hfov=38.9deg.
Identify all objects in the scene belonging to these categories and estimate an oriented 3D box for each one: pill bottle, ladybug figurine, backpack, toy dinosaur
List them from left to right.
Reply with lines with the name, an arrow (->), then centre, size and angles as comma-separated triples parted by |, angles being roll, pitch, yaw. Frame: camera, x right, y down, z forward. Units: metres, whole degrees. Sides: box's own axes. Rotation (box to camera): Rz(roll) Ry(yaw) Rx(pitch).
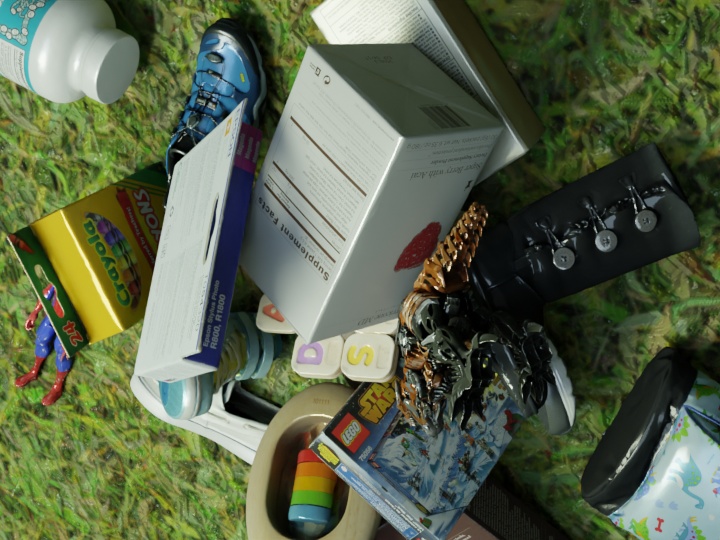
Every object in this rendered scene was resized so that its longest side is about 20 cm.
pill bottle -> -0.315, -0.234, 0.986 | 0.198, 0.111, 0.112 | 27, 119, 11
ladybug figurine -> -0.036, 0.207, 0.946 | 0.134, 0.202, 0.072 | 3, 156, 21
toy dinosaur -> 0.068, 0.049, 0.788 | 0.136, 0.101, 0.202 | 41, 153, 43
backpack -> 0.312, 0.190, 0.872 | 0.198, 0.154, 0.164 | 27, 113, -3

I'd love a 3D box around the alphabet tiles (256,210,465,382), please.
alphabet tiles -> 0.000, 0.000, 0.918 | 0.193, 0.015, 0.203 | 2, 69, 24

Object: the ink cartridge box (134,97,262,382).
ink cartridge box -> -0.126, -0.015, 0.829 | 0.043, 0.199, 0.199 | 15, 165, -24

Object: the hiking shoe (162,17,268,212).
hiking shoe -> -0.139, -0.133, 0.961 | 0.074, 0.087, 0.202 | 18, 116, 16

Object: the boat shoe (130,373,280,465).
boat shoe -> -0.150, 0.142, 1.088 | 0.198, 0.072, 0.066 | 30, 115, 10

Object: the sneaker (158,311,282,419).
sneaker -> -0.131, 0.085, 0.994 | 0.129, 0.200, 0.081 | 7, 109, -18

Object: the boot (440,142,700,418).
boot -> 0.188, 0.009, 0.847 | 0.198, 0.066, 0.166 | -27, 102, -1

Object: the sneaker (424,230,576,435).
sneaker -> 0.122, 0.067, 0.921 | 0.084, 0.074, 0.202 | -30, 87, -2

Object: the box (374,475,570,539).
box -> 0.110, 0.261, 0.983 | 0.199, 0.075, 0.100 | 40, 123, -21

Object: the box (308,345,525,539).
box -> 0.064, 0.131, 0.913 | 0.137, 0.200, 0.040 | 42, 142, 3

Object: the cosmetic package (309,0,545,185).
cosmetic package -> 0.059, -0.168, 0.868 | 0.105, 0.071, 0.201 | -29, 97, 32

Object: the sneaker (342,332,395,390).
sneaker -> 0.038, 0.106, 0.988 | 0.075, 0.070, 0.201 | -36, 93, 30

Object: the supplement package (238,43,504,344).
supplement package -> 0.000, -0.062, 0.811 | 0.120, 0.120, 0.201 | 47, 129, 28

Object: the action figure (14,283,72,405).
action figure -> -0.343, 0.064, 1.156 | 0.065, 0.052, 0.202 | 33, 117, 13

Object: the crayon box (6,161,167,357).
crayon box -> -0.234, -0.015, 0.985 | 0.050, 0.200, 0.128 | -20, 102, 28
